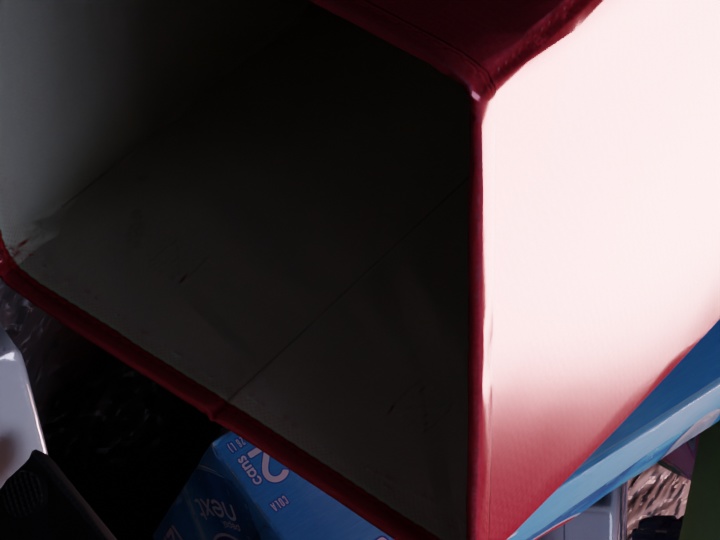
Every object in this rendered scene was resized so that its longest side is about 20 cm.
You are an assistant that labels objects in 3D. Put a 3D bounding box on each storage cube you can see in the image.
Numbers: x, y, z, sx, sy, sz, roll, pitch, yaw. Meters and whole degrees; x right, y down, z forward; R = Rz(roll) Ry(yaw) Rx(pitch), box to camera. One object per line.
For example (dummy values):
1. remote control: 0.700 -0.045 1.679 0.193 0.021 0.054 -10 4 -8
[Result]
1. storage cube: 0.016 -0.069 0.725 0.180 0.171 0.200 -43 150 -30

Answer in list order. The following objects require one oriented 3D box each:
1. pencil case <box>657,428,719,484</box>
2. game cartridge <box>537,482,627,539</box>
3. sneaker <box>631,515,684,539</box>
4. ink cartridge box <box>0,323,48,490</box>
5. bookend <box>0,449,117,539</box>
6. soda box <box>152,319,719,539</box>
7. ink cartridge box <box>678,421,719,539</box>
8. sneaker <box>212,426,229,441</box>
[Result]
1. pencil case: 0.159 0.063 1.111 0.087 0.087 0.200 -59 -169 4
2. game cartridge: 0.077 0.099 1.022 0.200 0.041 0.133 -62 156 -77
3. sneaker: 0.129 0.154 1.086 0.200 0.077 0.085 -48 146 -67
4. ink cartridge box: -0.145 0.106 0.691 0.162 0.057 0.200 -23 130 -17
5. bookend: -0.074 0.166 0.713 0.200 0.092 0.199 -47 150 6
6. soda box: 0.042 0.043 0.836 0.200 0.064 0.068 -28 165 -31
7. ink cartridge box: 0.132 0.038 0.954 0.048 0.146 0.200 9 101 -19
8. sneaker: 0.000 0.000 0.902 0.073 0.085 0.200 -24 160 -52
